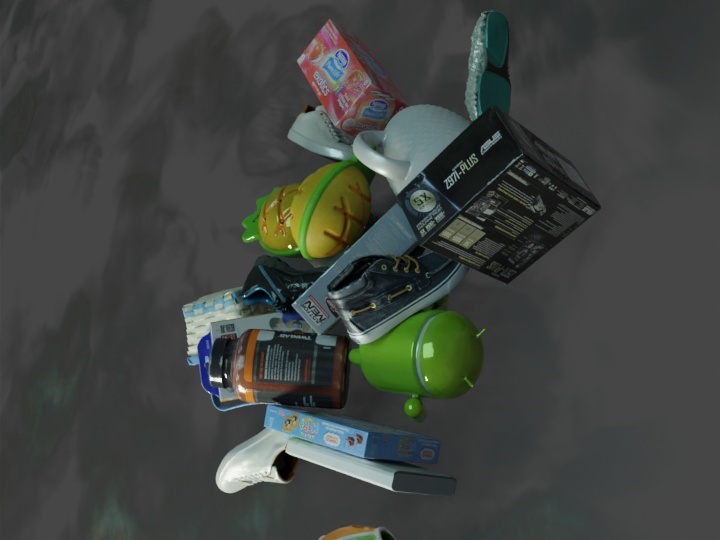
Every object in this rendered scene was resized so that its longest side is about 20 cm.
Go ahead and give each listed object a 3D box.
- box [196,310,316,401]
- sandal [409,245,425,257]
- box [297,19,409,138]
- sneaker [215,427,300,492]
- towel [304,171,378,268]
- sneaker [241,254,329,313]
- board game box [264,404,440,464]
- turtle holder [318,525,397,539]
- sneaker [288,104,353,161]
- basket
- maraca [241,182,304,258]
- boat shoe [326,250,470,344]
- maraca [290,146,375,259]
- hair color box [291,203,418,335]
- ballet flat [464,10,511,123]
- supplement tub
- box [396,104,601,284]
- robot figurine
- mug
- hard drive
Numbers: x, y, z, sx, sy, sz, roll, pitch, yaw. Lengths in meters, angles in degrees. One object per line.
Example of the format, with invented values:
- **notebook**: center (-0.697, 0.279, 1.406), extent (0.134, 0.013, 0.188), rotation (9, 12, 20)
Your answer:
- **box**: center (-0.150, 0.130, 1.182), extent (0.041, 0.197, 0.121), rotation (132, 128, -72)
- **sandal**: center (0.043, -0.001, 1.150), extent (0.075, 0.045, 0.202), rotation (34, 99, 44)
- **box**: center (-0.014, -0.313, 1.281), extent (0.095, 0.102, 0.201), rotation (-46, 47, 22)
- **sneaker**: center (-0.157, 0.312, 1.212), extent (0.200, 0.072, 0.085), rotation (-43, 48, 24)
- **towel**: center (-0.055, -0.074, 1.283), extent (0.200, 0.034, 0.133), rotation (41, 103, 45)
- **sneaker**: center (-0.092, 0.038, 1.179), extent (0.198, 0.074, 0.082), rotation (9, 50, 26)
- **board game box**: center (-0.013, 0.223, 1.048), extent (0.198, 0.150, 0.037), rotation (3, 79, 45)
- **turtle holder**: center (0.004, 0.415, 0.973), extent (0.131, 0.141, 0.186), rotation (-38, 41, 6)
- **sneaker**: center (-0.056, -0.236, 1.301), extent (0.200, 0.072, 0.085), rotation (36, 103, 47)
- **basket**: center (-0.201, 0.131, 1.284), extent (0.174, 0.139, 0.203), rotation (-12, 90, 29)
- **maraca**: center (-0.116, -0.084, 1.239), extent (0.198, 0.107, 0.138), rotation (13, 60, 42)
- **boat shoe**: center (0.054, 0.005, 0.994), extent (0.199, 0.091, 0.071), rotation (-36, 28, -9)
- **maraca**: center (-0.031, -0.102, 1.112), extent (0.106, 0.138, 0.201), rotation (26, 57, 17)
- **hair color box**: center (0.000, 0.000, 1.078), extent (0.200, 0.099, 0.061), rotation (-45, 85, 2)
- **ballet flat**: center (0.182, -0.280, 1.110), extent (0.071, 0.071, 0.203), rotation (-10, 63, 42)
- **supplement tub**: center (-0.114, 0.140, 1.103), extent (0.197, 0.107, 0.108), rotation (4, 74, 2)
- **box**: center (0.173, -0.085, 0.943), extent (0.164, 0.199, 0.087), rotation (-43, 51, 26)
- **robot figurine**: center (0.079, 0.110, 1.025), extent (0.198, 0.115, 0.178), rotation (-1, 67, 44)
- **mug**: center (0.083, -0.153, 1.060), extent (0.176, 0.198, 0.149), rotation (57, 135, 47)
- **hard drive**: center (0.012, 0.261, 1.023), extent (0.198, 0.131, 0.027), rotation (5, 79, 45)
